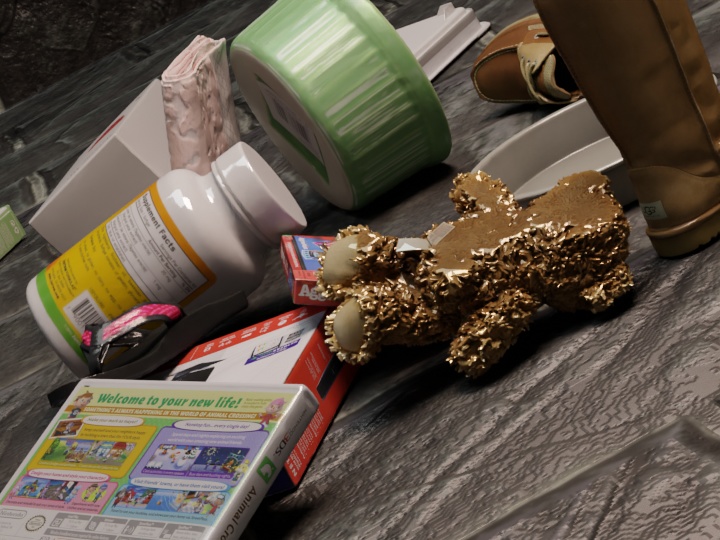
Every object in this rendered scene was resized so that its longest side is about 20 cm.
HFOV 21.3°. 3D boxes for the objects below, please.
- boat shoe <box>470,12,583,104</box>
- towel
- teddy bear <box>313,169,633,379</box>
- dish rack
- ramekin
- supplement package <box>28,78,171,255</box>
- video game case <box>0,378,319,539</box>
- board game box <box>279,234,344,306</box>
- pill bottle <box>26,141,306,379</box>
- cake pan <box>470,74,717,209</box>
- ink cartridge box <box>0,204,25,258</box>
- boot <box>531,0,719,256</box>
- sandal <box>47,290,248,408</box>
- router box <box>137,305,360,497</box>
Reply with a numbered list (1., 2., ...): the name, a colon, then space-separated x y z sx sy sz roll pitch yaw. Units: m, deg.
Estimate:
1. boat shoe: 0.170 -0.178 1.624 0.200 0.076 0.074 -12 25 44
2. towel: -0.124 -0.083 1.581 0.032 0.200 0.191 -5 18 8
3. teddy bear: 0.068 0.004 1.181 0.200 0.067 0.145 -25 42 -9
4. dish rack: 0.032 -0.226 2.051 0.171 0.044 0.200 -14 22 36
5. ramekin: -0.023 -0.147 1.624 0.098 0.200 0.200 -37 18 -13
6. supplement package: -0.200 -0.073 1.746 0.121 0.120 0.200 -43 11 17
7. video game case: -0.140 0.137 1.101 0.200 0.022 0.182 -2 45 42
8. board game box: 0.000 0.000 1.315 0.103 0.019 0.200 4 9 -6
9. pill bottle: -0.143 -0.006 1.447 0.200 0.111 0.111 -37 15 8
10. cake pan: 0.172 -0.085 1.392 0.200 0.037 0.200 -25 16 8
11. ink cartridge box: -0.482 0.002 2.147 0.145 0.048 0.200 -19 18 25
12. boot: 0.207 -0.133 1.189 0.175 0.200 0.066 -36 18 -30
13. sandal: -0.151 0.043 1.305 0.075 0.045 0.200 -18 9 34
14. router box: -0.111 0.103 1.233 0.200 0.049 0.180 -20 17 22
